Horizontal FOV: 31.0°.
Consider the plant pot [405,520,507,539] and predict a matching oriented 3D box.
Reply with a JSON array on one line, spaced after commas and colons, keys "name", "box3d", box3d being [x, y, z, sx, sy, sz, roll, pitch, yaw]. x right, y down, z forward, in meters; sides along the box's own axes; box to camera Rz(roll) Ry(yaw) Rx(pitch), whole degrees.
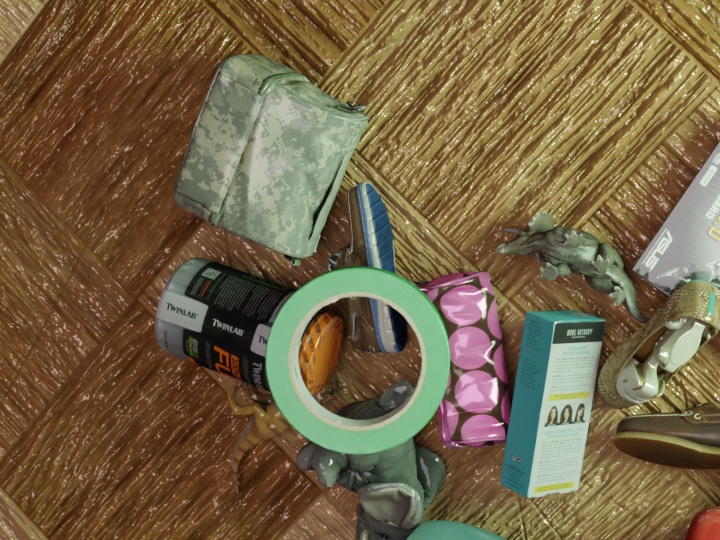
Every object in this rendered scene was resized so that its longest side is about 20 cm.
[{"name": "plant pot", "box3d": [0.108, 0.375, 1.450, 0.161, 0.200, 0.201, 31, 105, 20]}]

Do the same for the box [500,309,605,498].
[{"name": "box", "box3d": [0.212, 0.146, 1.435, 0.049, 0.082, 0.201, 19, 105, 51]}]

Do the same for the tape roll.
[{"name": "tape roll", "box3d": [-0.002, 0.096, 1.406, 0.200, 0.048, 0.201, 0, 93, 4]}]

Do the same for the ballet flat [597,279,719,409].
[{"name": "ballet flat", "box3d": [0.313, 0.094, 1.377, 0.070, 0.065, 0.200, 22, 128, -8]}]

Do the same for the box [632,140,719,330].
[{"name": "box", "box3d": [0.409, -0.040, 1.372, 0.158, 0.048, 0.200, 36, 106, 11]}]

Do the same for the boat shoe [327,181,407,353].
[{"name": "boat shoe", "box3d": [0.000, 0.000, 1.493, 0.072, 0.072, 0.201, -7, 95, 19]}]

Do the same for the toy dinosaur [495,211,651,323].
[{"name": "toy dinosaur", "box3d": [0.248, -0.012, 1.407, 0.199, 0.102, 0.077, 21, 111, 4]}]

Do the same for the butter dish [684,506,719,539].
[{"name": "butter dish", "box3d": [0.416, 0.296, 1.363, 0.199, 0.200, 0.148, 12, 77, 16]}]

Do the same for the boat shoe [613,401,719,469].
[{"name": "boat shoe", "box3d": [0.378, 0.178, 1.405, 0.199, 0.070, 0.071, 6, 62, 24]}]

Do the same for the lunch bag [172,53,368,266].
[{"name": "lunch bag", "box3d": [-0.097, -0.125, 1.471, 0.167, 0.139, 0.201, 28, 105, 13]}]

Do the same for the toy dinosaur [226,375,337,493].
[{"name": "toy dinosaur", "box3d": [-0.119, 0.181, 1.561, 0.200, 0.060, 0.106, -38, 87, 18]}]

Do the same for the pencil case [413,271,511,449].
[{"name": "pencil case", "box3d": [0.114, 0.103, 1.461, 0.091, 0.093, 0.201, -9, 93, 56]}]

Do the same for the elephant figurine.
[{"name": "elephant figurine", "box3d": [0.033, 0.252, 1.502, 0.141, 0.155, 0.200, -40, 97, -25]}]

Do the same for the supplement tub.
[{"name": "supplement tub", "box3d": [-0.127, 0.068, 1.509, 0.199, 0.122, 0.123, 18, 102, 19]}]
